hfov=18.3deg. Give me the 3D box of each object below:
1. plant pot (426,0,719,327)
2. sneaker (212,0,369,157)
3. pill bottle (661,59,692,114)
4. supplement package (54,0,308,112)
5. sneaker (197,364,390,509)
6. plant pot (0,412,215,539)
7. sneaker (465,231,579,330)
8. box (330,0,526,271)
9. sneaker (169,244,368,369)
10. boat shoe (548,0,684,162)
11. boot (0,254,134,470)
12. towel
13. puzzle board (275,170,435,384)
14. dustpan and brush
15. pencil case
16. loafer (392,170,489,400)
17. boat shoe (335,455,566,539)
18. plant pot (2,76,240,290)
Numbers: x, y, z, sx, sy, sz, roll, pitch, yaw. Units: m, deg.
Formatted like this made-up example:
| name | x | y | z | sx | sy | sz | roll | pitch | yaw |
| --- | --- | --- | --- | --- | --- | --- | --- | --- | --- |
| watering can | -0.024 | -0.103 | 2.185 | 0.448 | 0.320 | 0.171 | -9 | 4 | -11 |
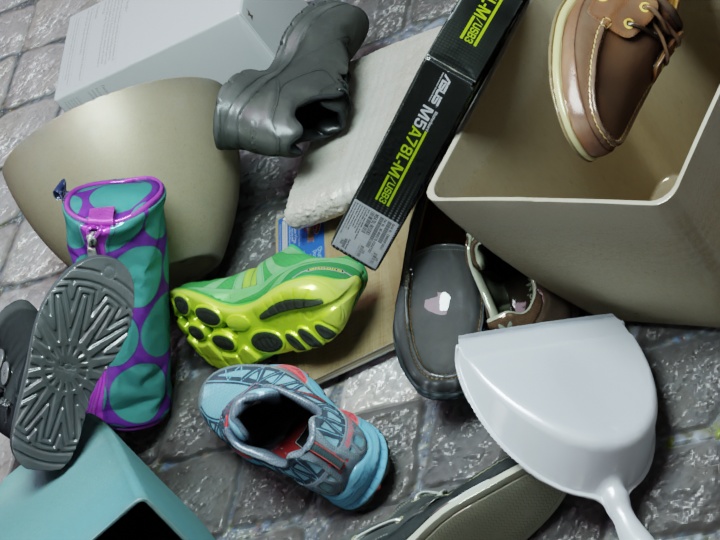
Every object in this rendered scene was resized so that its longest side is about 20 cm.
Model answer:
| name | x | y | z | sx | sy | sz | roll | pitch | yaw |
| --- | --- | --- | --- | --- | --- | --- | --- | --- | --- |
| plant pot | 0.200 | -0.070 | 1.521 | 0.199 | 0.177 | 0.201 | 3 | 55 | 42 |
| sneaker | -0.038 | -0.150 | 1.837 | 0.090 | 0.076 | 0.200 | 19 | 47 | 23 |
| pill bottle | 0.234 | -0.199 | 1.670 | 0.113 | 0.113 | 0.200 | -40 | 38 | 2 |
| supplement package | -0.153 | -0.188 | 1.988 | 0.199 | 0.120 | 0.122 | -22 | 40 | 24 |
| sneaker | -0.064 | 0.103 | 1.639 | 0.199 | 0.095 | 0.080 | 20 | 81 | 49 |
| plant pot | -0.187 | 0.203 | 1.634 | 0.141 | 0.142 | 0.200 | -39 | 29 | 3 |
| sneaker | 0.110 | -0.030 | 1.607 | 0.070 | 0.075 | 0.201 | -29 | 54 | 27 |
| box | 0.059 | -0.127 | 1.613 | 0.193 | 0.047 | 0.201 | -57 | -4 | -47 |
| sneaker | -0.070 | 0.028 | 1.739 | 0.199 | 0.074 | 0.084 | -6 | 26 | 43 |
| boat shoe | 0.169 | -0.156 | 1.429 | 0.067 | 0.072 | 0.201 | -13 | 42 | 33 |
| boot | -0.235 | 0.053 | 1.689 | 0.166 | 0.065 | 0.200 | -66 | 17 | 2 |
| towel | 0.014 | -0.117 | 1.830 | 0.132 | 0.035 | 0.201 | -19 | 36 | 33 |
| puzzle board | 0.000 | 0.000 | 1.760 | 0.150 | 0.017 | 0.201 | -26 | 40 | 21 |
| dustpan and brush | 0.154 | 0.120 | 1.457 | 0.139 | 0.058 | 0.200 | -7 | 42 | -27 |
| pencil case | -0.192 | 0.027 | 1.754 | 0.084 | 0.201 | 0.092 | 11 | 28 | 20 |
| loafer | 0.058 | 0.008 | 1.633 | 0.072 | 0.073 | 0.201 | -2 | 44 | 0 |
| boat shoe | 0.049 | 0.171 | 1.505 | 0.199 | 0.072 | 0.068 | -35 | 42 | 12 |
| plant pot | -0.181 | -0.054 | 1.852 | 0.199 | 0.200 | 0.135 | -27 | 76 | 18 |
